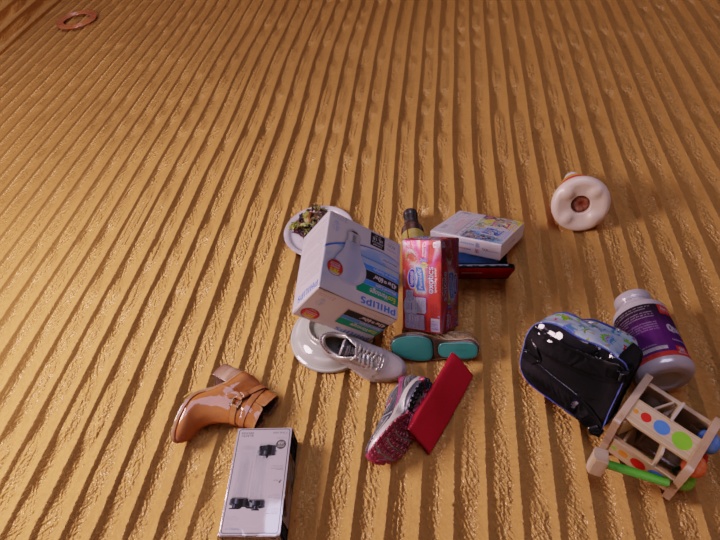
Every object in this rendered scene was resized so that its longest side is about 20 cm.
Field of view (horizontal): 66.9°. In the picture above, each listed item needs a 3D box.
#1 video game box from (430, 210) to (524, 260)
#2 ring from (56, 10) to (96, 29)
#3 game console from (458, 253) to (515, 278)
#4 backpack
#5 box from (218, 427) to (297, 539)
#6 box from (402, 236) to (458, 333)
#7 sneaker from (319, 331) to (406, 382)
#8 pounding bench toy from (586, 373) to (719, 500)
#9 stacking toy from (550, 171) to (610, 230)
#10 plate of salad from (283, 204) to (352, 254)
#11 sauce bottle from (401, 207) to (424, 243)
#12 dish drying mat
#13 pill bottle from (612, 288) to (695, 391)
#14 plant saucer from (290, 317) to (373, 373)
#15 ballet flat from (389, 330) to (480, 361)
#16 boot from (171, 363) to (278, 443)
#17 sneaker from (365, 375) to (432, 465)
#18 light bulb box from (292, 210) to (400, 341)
[{"bbox_3d":[0.294,-0.092,1.359,0.179,0.048,0.199,12,25,29],"label":"video game box"},{"bbox_3d":[-1.396,-1.231,2.686,0.196,0.019,0.203,-4,47,4],"label":"ring"},{"bbox_3d":[0.265,-0.042,1.331,0.196,0.172,0.121,-1,80,7],"label":"game console"},{"bbox_3d":[0.427,0.181,1.073,0.199,0.186,0.146,30,35,34],"label":"backpack"},{"bbox_3d":[-0.188,0.404,1.026,0.114,0.061,0.202,-3,47,4],"label":"box"},{"bbox_3d":[0.156,0.028,1.206,0.098,0.204,0.095,3,8,34],"label":"box"},{"bbox_3d":[0.004,0.184,1.158,0.196,0.081,0.078,18,74,4],"label":"sneaker"},{"bbox_3d":[0.516,0.324,0.962,0.199,0.125,0.155,-39,55,-25],"label":"pounding bench toy"},{"bbox_3d":[0.577,-0.209,1.460,0.143,0.149,0.201,4,29,11],"label":"stacking toy"},{"bbox_3d":[-0.116,-0.118,1.496,0.196,0.049,0.203,-4,48,5],"label":"plate of salad"},{"bbox_3d":[0.138,-0.082,1.418,0.063,0.065,0.203,-3,48,4],"label":"sauce bottle"},{"bbox_3d":[0.163,0.266,1.106,0.018,0.077,0.201,-15,30,53],"label":"dish drying mat"},{"bbox_3d":[0.595,0.140,1.126,0.110,0.114,0.202,-4,48,3],"label":"pill bottle"},{"bbox_3d":[-0.067,0.138,1.257,0.196,0.051,0.203,-3,48,4],"label":"plant saucer"},{"bbox_3d":[0.164,0.162,1.207,0.196,0.072,0.065,4,22,8],"label":"ballet flat"},{"bbox_3d":[-0.278,0.301,1.133,0.153,0.078,0.200,24,48,21],"label":"boot"},{"bbox_3d":[0.072,0.297,1.087,0.074,0.081,0.200,1,40,46],"label":"sneaker"},{"bbox_3d":[-0.026,0.015,1.181,0.196,0.125,0.203,23,51,-24],"label":"light bulb box"}]
